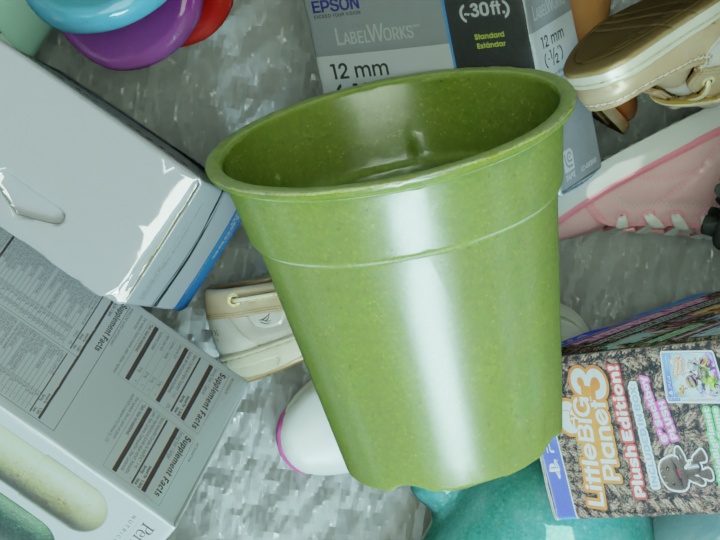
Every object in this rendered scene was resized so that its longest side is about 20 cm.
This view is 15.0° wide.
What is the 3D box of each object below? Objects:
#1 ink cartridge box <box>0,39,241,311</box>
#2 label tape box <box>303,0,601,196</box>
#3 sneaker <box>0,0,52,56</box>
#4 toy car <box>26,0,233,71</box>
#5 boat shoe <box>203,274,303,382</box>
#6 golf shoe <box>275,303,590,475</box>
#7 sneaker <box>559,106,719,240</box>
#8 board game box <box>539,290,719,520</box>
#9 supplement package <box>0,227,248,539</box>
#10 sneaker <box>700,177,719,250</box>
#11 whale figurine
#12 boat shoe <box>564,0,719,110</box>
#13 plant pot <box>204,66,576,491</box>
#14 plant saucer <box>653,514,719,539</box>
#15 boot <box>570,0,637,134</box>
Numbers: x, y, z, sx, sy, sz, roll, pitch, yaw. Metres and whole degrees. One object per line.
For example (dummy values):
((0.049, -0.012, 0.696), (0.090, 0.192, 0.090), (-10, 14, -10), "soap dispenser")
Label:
((-0.151, -0.050, 1.522), (0.144, 0.200, 0.084), (34, 92, 5), "ink cartridge box")
((0.045, -0.139, 1.562), (0.143, 0.066, 0.200), (-3, 109, 31), "label tape box")
((-0.276, -0.166, 1.575), (0.200, 0.074, 0.118), (27, 86, -8), "sneaker")
((-0.124, -0.188, 1.531), (0.175, 0.200, 0.150), (13, 108, 19), "toy car")
((0.000, 0.000, 1.608), (0.200, 0.074, 0.069), (-24, 95, 5), "boat shoe")
((0.044, 0.071, 1.613), (0.200, 0.092, 0.075), (-21, 97, -1), "golf shoe")
((0.200, -0.039, 1.621), (0.200, 0.075, 0.105), (-25, 91, -6), "sneaker")
((0.218, 0.068, 1.522), (0.159, 0.200, 0.097), (-17, 96, -40), "board game box")
((-0.199, 0.092, 1.541), (0.200, 0.151, 0.152), (35, 122, -6), "supplement package")
((0.282, -0.064, 1.558), (0.200, 0.071, 0.098), (-40, 75, -23), "sneaker")
((0.081, 0.180, 1.616), (0.200, 0.104, 0.159), (-34, 97, -2), "whale figurine")
((0.193, -0.126, 1.558), (0.200, 0.074, 0.069), (-32, 110, -40), "boat shoe")
((0.035, 0.011, 1.473), (0.200, 0.200, 0.190), (-14, 108, -3), "plant pot")
((0.264, 0.206, 1.667), (0.199, 0.036, 0.201), (0, 94, -4), "plant saucer")
((0.145, -0.196, 1.609), (0.155, 0.074, 0.200), (-37, 101, -6), "boot")
